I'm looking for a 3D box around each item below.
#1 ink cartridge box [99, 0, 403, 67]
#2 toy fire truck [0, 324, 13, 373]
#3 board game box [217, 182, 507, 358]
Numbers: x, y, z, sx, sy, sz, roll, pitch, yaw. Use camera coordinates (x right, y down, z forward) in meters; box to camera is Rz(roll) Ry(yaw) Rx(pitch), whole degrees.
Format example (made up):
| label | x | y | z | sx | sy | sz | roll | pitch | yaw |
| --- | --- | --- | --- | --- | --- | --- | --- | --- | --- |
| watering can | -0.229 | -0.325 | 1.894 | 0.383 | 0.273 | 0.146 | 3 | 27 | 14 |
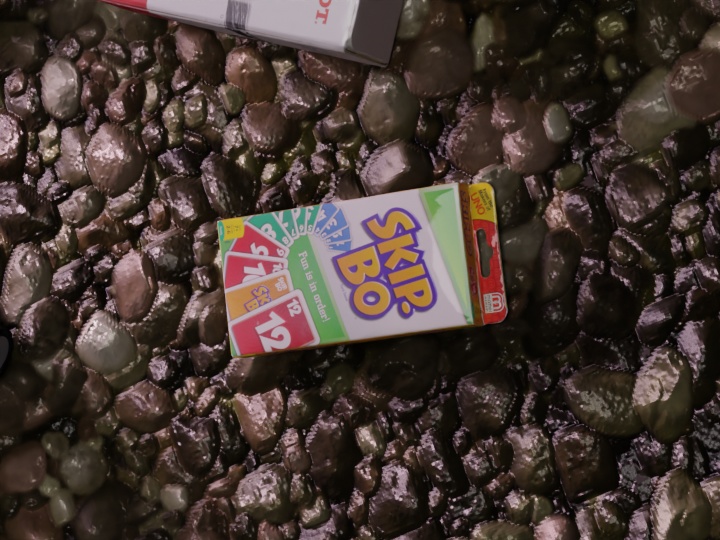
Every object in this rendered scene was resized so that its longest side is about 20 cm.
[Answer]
| label | x | y | z | sx | sy | sz | roll | pitch | yaw |
| --- | --- | --- | --- | --- | --- | --- | --- | --- | --- |
| ink cartridge box | -0.065 | -0.230 | 1.570 | 0.198 | 0.084 | 0.146 | 15 | 93 | 23 |
| toy fire truck | -0.339 | 0.100 | 1.610 | 0.128 | 0.200 | 0.177 | 26 | 98 | 22 |
| board game box | 0.000 | 0.000 | 1.567 | 0.198 | 0.030 | 0.097 | -8 | 85 | 20 |
